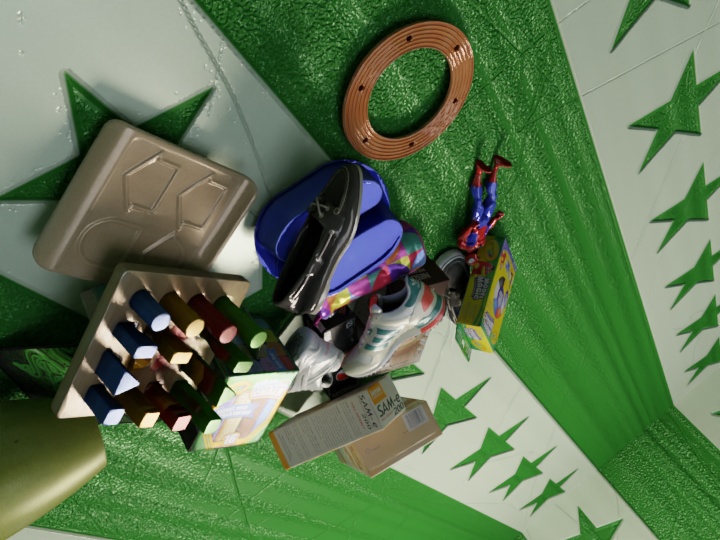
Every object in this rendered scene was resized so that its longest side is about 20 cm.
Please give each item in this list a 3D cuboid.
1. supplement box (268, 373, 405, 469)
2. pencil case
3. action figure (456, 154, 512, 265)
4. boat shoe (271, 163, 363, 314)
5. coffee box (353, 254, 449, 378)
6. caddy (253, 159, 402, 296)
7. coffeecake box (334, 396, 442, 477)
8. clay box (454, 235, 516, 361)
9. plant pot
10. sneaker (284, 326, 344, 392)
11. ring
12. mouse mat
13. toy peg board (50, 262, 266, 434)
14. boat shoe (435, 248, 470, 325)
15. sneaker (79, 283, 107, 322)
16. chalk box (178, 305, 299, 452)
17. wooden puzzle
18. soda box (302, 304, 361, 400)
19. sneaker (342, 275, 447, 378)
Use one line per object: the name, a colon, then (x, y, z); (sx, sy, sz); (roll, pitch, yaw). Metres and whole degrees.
supplement box: (-0.038, 0.257, 1.265); (0.200, 0.074, 0.126); (-27, 176, 21)
pencil case: (0.000, 0.000, 1.103); (0.200, 0.088, 0.088); (-28, 143, -14)
action figure: (0.196, -0.088, 1.205); (0.065, 0.052, 0.200); (-23, 141, -30)
boat shoe: (-0.052, -0.036, 0.893); (0.057, 0.067, 0.200); (9, 112, -31)
coffee box: (0.056, 0.074, 1.234); (0.114, 0.080, 0.200); (-14, 138, -29)
caddy: (-0.044, -0.058, 0.989); (0.200, 0.105, 0.141); (-34, 120, -6)
coffeecake box: (0.038, 0.301, 1.378); (0.153, 0.073, 0.200); (-27, -178, -18)
clay box: (0.218, 0.053, 1.289); (0.115, 0.048, 0.200); (53, 50, -54)
plant pot: (-0.423, 0.231, 0.902); (0.200, 0.187, 0.187); (-18, 139, -31)
sneaker: (-0.097, 0.164, 1.143); (0.099, 0.078, 0.200); (28, 141, -22)
ring: (0.061, -0.231, 0.961); (0.200, 0.019, 0.200); (-24, 143, -20)
mouse mat: (-0.357, 0.150, 0.948); (0.161, 0.008, 0.200); (-3, 140, 7)
toy peg board: (-0.221, 0.107, 0.880); (0.199, 0.098, 0.200); (8, 114, -56)
boat shoe: (0.177, 0.038, 1.319); (0.069, 0.057, 0.200); (-33, 143, -9)
sneaker: (-0.290, 0.089, 0.956); (0.080, 0.071, 0.200); (-22, 140, -16)
chalk box: (-0.182, 0.143, 1.064); (0.124, 0.125, 0.200); (3, 128, -43)
wooden puzzle: (-0.243, -0.063, 0.850); (0.200, 0.046, 0.185); (22, 108, -45)
soda box: (-0.045, 0.123, 1.206); (0.063, 0.071, 0.200); (-26, 143, -18)
sneaker: (0.030, 0.080, 1.120); (0.200, 0.070, 0.093); (-38, 118, 22)
